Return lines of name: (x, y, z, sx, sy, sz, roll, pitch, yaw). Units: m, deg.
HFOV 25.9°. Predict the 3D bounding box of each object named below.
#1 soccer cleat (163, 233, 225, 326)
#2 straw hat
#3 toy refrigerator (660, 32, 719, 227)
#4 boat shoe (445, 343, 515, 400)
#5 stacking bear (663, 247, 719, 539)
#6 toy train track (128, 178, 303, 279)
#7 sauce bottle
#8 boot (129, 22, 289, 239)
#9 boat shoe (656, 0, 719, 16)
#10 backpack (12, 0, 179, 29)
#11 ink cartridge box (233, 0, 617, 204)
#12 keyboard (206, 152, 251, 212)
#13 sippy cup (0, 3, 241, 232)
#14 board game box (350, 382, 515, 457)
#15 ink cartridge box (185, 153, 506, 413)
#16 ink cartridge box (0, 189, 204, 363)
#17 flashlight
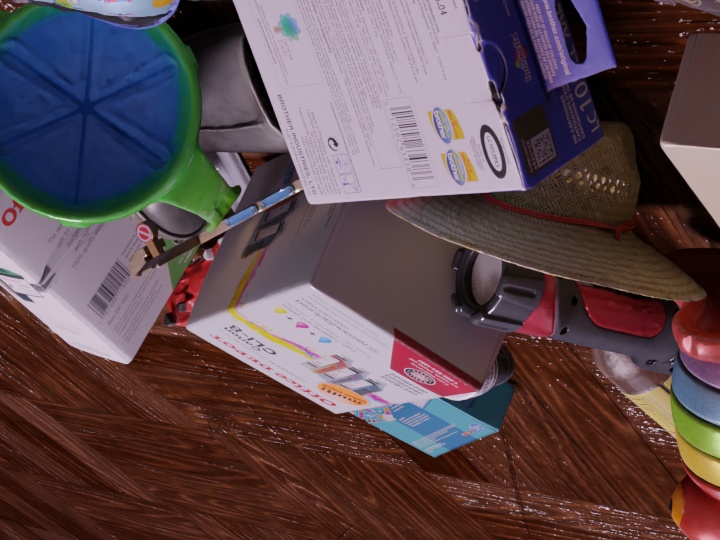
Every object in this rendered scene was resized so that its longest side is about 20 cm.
soccer cleat: (-0.094, 0.004, 1.291, 0.085, 0.069, 0.200, -13, 174, -37)
straw hat: (0.120, -0.053, 0.915, 0.200, 0.085, 0.201, 15, -169, -3)
toy refrigerator: (0.231, -0.050, 0.823, 0.076, 0.070, 0.200, 8, 163, 34)
boat shoe: (0.034, 0.039, 1.244, 0.200, 0.072, 0.068, 26, -161, 30)
stacking bear: (0.245, 0.101, 0.997, 0.113, 0.122, 0.201, -1, 117, 3)
toy train track: (-0.085, -0.046, 1.034, 0.200, 0.115, 0.033, -25, 95, 36)
sauce bottle: (0.213, 0.066, 1.130, 0.200, 0.065, 0.065, 41, 152, -31)
boot: (-0.099, -0.092, 1.080, 0.199, 0.073, 0.182, -3, 138, 36)
boat shoe: (0.138, -0.154, 0.710, 0.199, 0.075, 0.073, 26, 157, -2)
backpack: (-0.164, -0.218, 0.785, 0.199, 0.135, 0.183, 22, 155, 9)
ink cartridge box: (0.039, -0.112, 0.829, 0.200, 0.076, 0.137, 0, 116, 48)
keyboard: (-0.110, -0.078, 1.207, 0.056, 0.011, 0.200, 20, 157, 24)
sippy cup: (-0.162, -0.093, 0.958, 0.130, 0.139, 0.178, 163, 88, -86)
board game box: (0.017, 0.091, 1.397, 0.200, 0.047, 0.151, 29, 157, -10)
ink cartridge box: (0.000, 0.000, 1.088, 0.145, 0.145, 0.200, 32, 157, -21)
ink cartridge box: (-0.223, -0.044, 1.210, 0.084, 0.146, 0.200, 13, 154, 39)
flashlight: (0.156, 0.019, 1.022, 0.199, 0.068, 0.068, 11, 158, -29)
